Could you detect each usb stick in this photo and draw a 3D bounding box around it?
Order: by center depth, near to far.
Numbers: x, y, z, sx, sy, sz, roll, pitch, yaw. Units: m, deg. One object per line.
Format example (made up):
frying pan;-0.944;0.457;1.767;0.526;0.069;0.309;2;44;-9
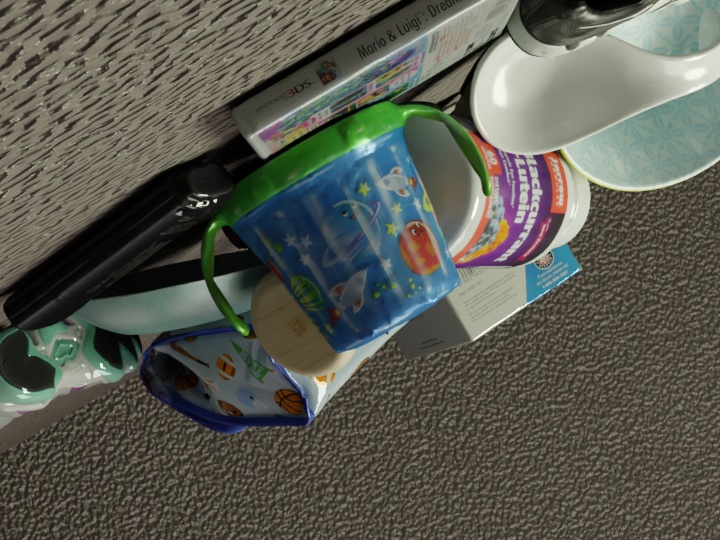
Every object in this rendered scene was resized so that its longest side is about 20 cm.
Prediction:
usb stick;-0.161;-0.013;0.969;0.200;0.033;0.055;-32;171;36

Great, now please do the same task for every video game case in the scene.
video game case;0.012;-0.123;0.906;0.182;0.024;0.200;-30;179;0

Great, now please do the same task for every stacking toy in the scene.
stacking toy;0.000;0.000;1.126;0.085;0.085;0.200;-32;-174;36

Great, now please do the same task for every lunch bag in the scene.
lunch bag;-0.076;0.051;1.279;0.200;0.124;0.170;-7;-153;46

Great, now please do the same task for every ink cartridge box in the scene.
ink cartridge box;0.079;-0.040;1.439;0.147;0.200;0.145;-30;-178;-25

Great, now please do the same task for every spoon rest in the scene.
spoon rest;0.169;-0.137;1.030;0.200;0.100;0.061;-15;-147;-14

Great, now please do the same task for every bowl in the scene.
bowl;0.213;-0.172;1.135;0.200;0.200;0.108;-31;-138;1

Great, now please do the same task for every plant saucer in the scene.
plant saucer;-0.132;0.018;1.145;0.201;0.039;0.201;-12;-173;1

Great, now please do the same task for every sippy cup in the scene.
sippy cup;-0.005;-0.022;0.979;0.178;0.130;0.140;-29;180;36

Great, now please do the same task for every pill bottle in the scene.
pill bottle;0.090;-0.057;1.111;0.111;0.112;0.200;-32;163;32

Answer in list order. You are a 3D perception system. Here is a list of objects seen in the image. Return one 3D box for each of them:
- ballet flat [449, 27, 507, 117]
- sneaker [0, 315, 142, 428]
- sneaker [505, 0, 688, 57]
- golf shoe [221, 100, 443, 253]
ballet flat;0.105;-0.121;1.205;0.067;0.062;0.200;-23;161;-36
sneaker;-0.281;0.086;1.230;0.140;0.078;0.200;-28;172;27
sneaker;0.191;-0.201;0.956;0.200;0.067;0.090;-28;180;-9
golf shoe;-0.007;-0.075;1.114;0.200;0.073;0.092;-30;179;-24
